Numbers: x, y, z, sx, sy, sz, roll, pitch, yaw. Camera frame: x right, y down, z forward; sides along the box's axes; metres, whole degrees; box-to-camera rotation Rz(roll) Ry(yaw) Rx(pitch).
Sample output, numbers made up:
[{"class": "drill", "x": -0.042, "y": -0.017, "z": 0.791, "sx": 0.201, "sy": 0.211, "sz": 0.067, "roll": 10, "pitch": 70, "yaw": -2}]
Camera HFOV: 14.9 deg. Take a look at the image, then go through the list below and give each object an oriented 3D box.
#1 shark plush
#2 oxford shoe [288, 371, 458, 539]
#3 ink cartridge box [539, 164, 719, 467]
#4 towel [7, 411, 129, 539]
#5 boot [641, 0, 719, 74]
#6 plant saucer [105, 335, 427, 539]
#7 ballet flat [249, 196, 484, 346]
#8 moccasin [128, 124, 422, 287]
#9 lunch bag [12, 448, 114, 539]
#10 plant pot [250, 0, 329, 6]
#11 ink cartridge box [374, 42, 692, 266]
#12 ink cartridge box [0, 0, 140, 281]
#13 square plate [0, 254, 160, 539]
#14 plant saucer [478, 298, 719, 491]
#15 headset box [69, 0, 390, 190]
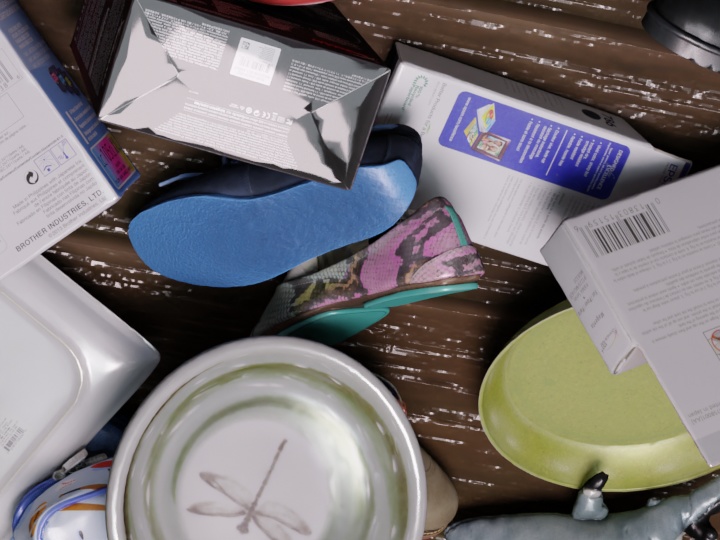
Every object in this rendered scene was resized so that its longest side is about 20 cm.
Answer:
[{"class": "shark plush", "x": 0.159, "y": 0.172, "z": 1.793, "sx": 0.199, "sy": 0.091, "sz": 0.084, "roll": -20, "pitch": 99, "yaw": 19}, {"class": "oxford shoe", "x": 0.006, "y": 0.110, "z": 1.733, "sx": 0.075, "sy": 0.071, "sz": 0.200, "roll": -20, "pitch": 139, "yaw": 35}, {"class": "ink cartridge box", "x": 0.233, "y": 0.022, "z": 1.651, "sx": 0.199, "sy": 0.174, "sz": 0.044, "roll": -19, "pitch": 160, "yaw": -28}, {"class": "towel", "x": -0.234, "y": 0.152, "z": 1.754, "sx": 0.111, "sy": 0.049, "sz": 0.200, "roll": 32, "pitch": 107, "yaw": -12}, {"class": "boot", "x": 0.281, "y": -0.187, "z": 1.639, "sx": 0.197, "sy": 0.073, "sz": 0.163, "roll": 12, "pitch": 117, "yaw": -22}, {"class": "plant saucer", "x": -0.060, "y": 0.138, "z": 1.651, "sx": 0.199, "sy": 0.050, "sz": 0.201, "roll": -1, "pitch": 93, "yaw": -19}, {"class": "ballet flat", "x": 0.000, "y": 0.000, "z": 1.681, "sx": 0.069, "sy": 0.072, "sz": 0.200, "roll": -3, "pitch": 167, "yaw": -39}, {"class": "moccasin", "x": -0.045, "y": -0.039, "z": 1.660, "sx": 0.199, "sy": 0.068, "sz": 0.081, "roll": -8, "pitch": 124, "yaw": 29}, {"class": "lunch bag", "x": -0.128, "y": 0.202, "z": 1.701, "sx": 0.160, "sy": 0.076, "sz": 0.201, "roll": -21, "pitch": 103, "yaw": -16}, {"class": "plant pot", "x": -0.036, "y": -0.257, "z": 1.493, "sx": 0.200, "sy": 0.201, "sz": 0.183, "roll": -21, "pitch": 125, "yaw": 3}, {"class": "ink cartridge box", "x": 0.094, "y": -0.063, "z": 1.697, "sx": 0.199, "sy": 0.039, "sz": 0.100, "roll": 19, "pitch": 113, "yaw": -15}, {"class": "ink cartridge box", "x": -0.242, "y": -0.093, "z": 1.595, "sx": 0.136, "sy": 0.076, "sz": 0.200, "roll": -34, "pitch": 99, "yaw": 10}, {"class": "square plate", "x": -0.258, "y": 0.064, "z": 1.687, "sx": 0.198, "sy": 0.028, "sz": 0.200, "roll": 40, "pitch": 106, "yaw": -4}, {"class": "plant saucer", "x": 0.173, "y": 0.069, "z": 1.750, "sx": 0.199, "sy": 0.031, "sz": 0.200, "roll": -2, "pitch": 139, "yaw": -2}, {"class": "headset box", "x": -0.079, "y": -0.123, "z": 1.553, "sx": 0.148, "sy": 0.200, "sz": 0.075, "roll": 15, "pitch": 104, "yaw": -16}]
